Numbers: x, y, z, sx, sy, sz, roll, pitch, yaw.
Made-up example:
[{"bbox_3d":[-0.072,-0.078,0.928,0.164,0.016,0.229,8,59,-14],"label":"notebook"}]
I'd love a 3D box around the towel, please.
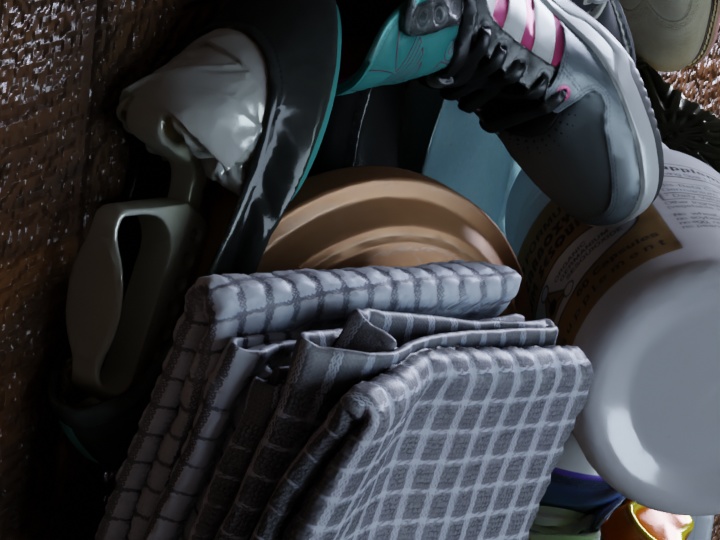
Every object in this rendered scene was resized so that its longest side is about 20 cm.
[{"bbox_3d":[-0.008,0.098,1.031,0.165,0.086,0.201,-2,121,-48],"label":"towel"}]

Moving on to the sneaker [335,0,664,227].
[{"bbox_3d":[0.033,-0.084,1.095,0.200,0.084,0.121,55,45,-6],"label":"sneaker"}]

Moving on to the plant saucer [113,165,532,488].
[{"bbox_3d":[-0.007,0.058,1.121,0.200,0.032,0.201,-18,120,-33],"label":"plant saucer"}]

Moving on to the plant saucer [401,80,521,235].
[{"bbox_3d":[0.050,-0.036,1.292,0.200,0.036,0.201,-43,141,-51],"label":"plant saucer"}]

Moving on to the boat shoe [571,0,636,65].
[{"bbox_3d":[0.079,-0.138,1.204,0.200,0.060,0.074,57,41,-37],"label":"boat shoe"}]

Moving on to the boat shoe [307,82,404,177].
[{"bbox_3d":[0.001,-0.001,1.173,0.074,0.063,0.202,-22,122,-58],"label":"boat shoe"}]

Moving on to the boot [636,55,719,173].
[{"bbox_3d":[0.163,0.003,1.428,0.066,0.175,0.200,-22,135,-9],"label":"boot"}]

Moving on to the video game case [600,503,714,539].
[{"bbox_3d":[0.140,0.170,1.493,0.200,0.023,0.183,-114,-151,-70],"label":"video game case"}]

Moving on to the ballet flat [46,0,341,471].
[{"bbox_3d":[-0.061,-0.025,1.017,0.068,0.068,0.201,28,77,-54],"label":"ballet flat"}]

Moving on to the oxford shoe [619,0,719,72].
[{"bbox_3d":[0.124,-0.170,1.353,0.074,0.071,0.201,-51,136,-37],"label":"oxford shoe"}]

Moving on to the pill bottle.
[{"bbox_3d":[0.124,0.011,1.205,0.200,0.114,0.115,-112,-156,-66],"label":"pill bottle"}]

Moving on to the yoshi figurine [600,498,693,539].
[{"bbox_3d":[0.085,0.194,1.227,0.112,0.113,0.200,16,124,-47],"label":"yoshi figurine"}]

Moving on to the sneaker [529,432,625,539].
[{"bbox_3d":[0.077,0.137,1.294,0.200,0.080,0.147,161,-60,-84],"label":"sneaker"}]
